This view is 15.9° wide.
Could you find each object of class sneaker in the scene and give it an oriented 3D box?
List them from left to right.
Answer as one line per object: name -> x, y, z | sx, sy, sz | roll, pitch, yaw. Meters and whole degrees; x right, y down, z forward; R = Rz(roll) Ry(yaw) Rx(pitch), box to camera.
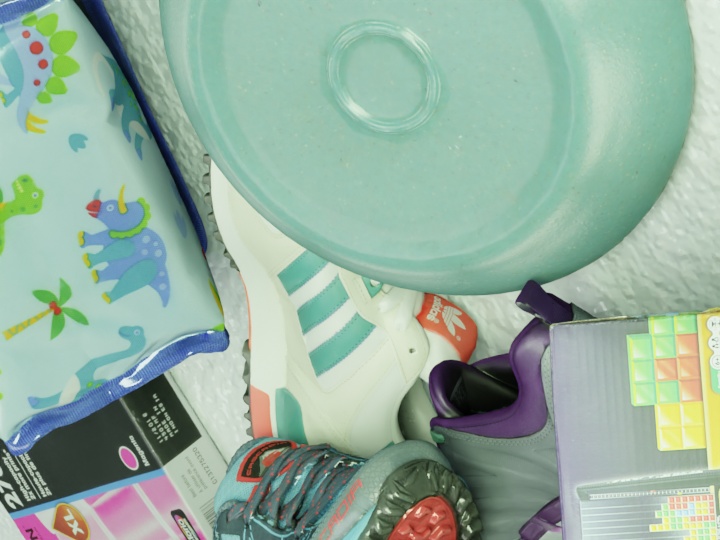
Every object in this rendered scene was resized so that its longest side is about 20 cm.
sneaker -> -0.024, 0.103, 0.977 | 0.096, 0.079, 0.200 | 59, 150, 16
sneaker -> 0.000, 0.001, 1.001 | 0.093, 0.070, 0.200 | 5, 122, 19
sneaker -> 0.051, 0.073, 0.978 | 0.088, 0.074, 0.200 | 36, 135, -3

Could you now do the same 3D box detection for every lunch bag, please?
lunch bag -> -0.144, -0.042, 1.063 | 0.170, 0.127, 0.200 | 66, 171, -18

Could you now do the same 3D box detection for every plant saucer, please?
plant saucer -> 0.013, -0.072, 0.883 | 0.200, 0.036, 0.200 | 12, 122, 20

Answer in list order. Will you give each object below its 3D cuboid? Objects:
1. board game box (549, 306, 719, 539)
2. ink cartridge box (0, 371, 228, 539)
board game box -> 0.097, 0.116, 0.805 | 0.057, 0.165, 0.200 | -4, 85, 9
ink cartridge box -> -0.133, 0.104, 1.248 | 0.200, 0.037, 0.095 | -20, 104, 55
